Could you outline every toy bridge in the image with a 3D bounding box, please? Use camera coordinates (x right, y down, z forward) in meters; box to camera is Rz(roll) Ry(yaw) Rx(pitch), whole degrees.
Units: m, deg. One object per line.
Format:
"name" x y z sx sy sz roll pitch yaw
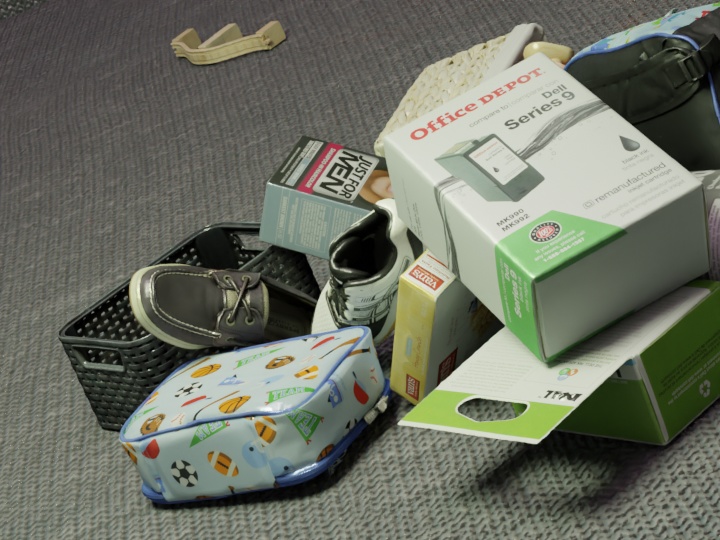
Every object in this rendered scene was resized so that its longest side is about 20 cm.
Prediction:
"toy bridge" -0.180 -0.290 2.885 0.199 0.027 0.067 2 35 49

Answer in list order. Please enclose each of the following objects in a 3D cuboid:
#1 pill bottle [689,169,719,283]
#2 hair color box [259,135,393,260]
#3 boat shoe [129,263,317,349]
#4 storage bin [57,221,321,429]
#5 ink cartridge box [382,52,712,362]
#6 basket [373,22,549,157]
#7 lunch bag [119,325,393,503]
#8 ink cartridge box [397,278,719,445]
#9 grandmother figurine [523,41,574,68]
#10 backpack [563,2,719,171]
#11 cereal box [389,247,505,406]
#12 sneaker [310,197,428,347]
"pill bottle" 0.238 -0.016 1.640 0.199 0.114 0.114 -1 30 45
"hair color box" 0.026 -0.044 1.882 0.199 0.061 0.099 16 32 10
"boat shoe" -0.097 0.030 1.813 0.065 0.072 0.199 -21 -28 40
"storage bin" -0.140 0.047 1.918 0.200 0.094 0.135 -37 24 -34
"ink cartridge box" 0.127 -0.049 1.571 0.145 0.084 0.200 -29 44 -16
"basket" 0.110 -0.113 1.995 0.123 0.136 0.200 -17 21 27
"lunch bag" -0.075 0.108 1.727 0.199 0.076 0.160 -10 21 33
"ink cartridge box" 0.147 0.084 1.548 0.200 0.076 0.147 -38 26 -32
"grandmother figurine" 0.157 -0.084 1.873 0.060 0.121 0.201 -7 58 19
"backpack" 0.267 -0.118 1.777 0.146 0.184 0.200 -26 12 -30
"cereal box" 0.099 -0.003 1.701 0.039 0.144 0.200 33 58 21
"sneaker" 0.000 0.000 1.744 0.087 0.076 0.200 -3 -34 -38
